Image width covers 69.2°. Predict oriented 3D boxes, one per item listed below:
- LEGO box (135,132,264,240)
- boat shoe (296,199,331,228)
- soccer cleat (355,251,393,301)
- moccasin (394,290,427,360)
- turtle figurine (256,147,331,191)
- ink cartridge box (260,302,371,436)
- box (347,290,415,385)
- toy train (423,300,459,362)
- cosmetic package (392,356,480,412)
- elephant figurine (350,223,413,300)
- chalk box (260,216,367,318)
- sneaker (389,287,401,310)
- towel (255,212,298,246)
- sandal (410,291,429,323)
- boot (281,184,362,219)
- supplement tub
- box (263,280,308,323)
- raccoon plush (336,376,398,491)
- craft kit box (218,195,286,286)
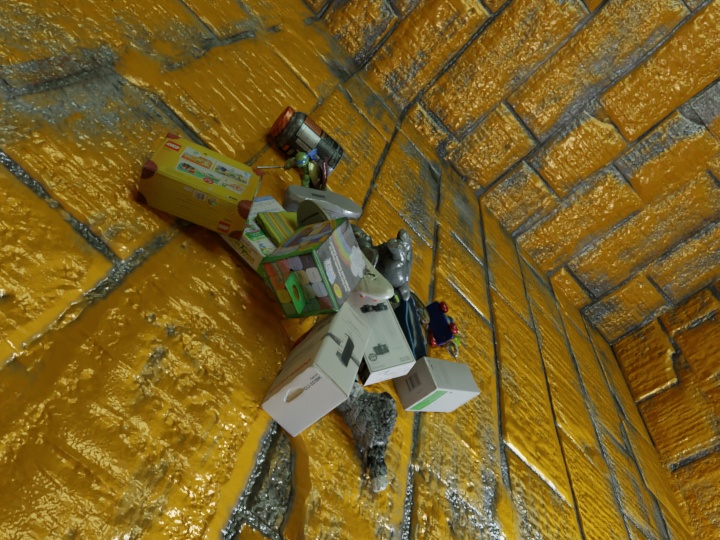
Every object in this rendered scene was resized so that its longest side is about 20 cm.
[{"bbox_3d":[-0.296,-0.160,0.985,0.197,0.078,0.150,21,34,-13],"label":"LEGO box"},{"bbox_3d":[-0.065,-0.059,1.105,0.202,0.074,0.068,58,16,0],"label":"boat shoe"},{"bbox_3d":[0.000,0.000,1.165,0.068,0.079,0.199,-16,35,-35],"label":"soccer cleat"},{"bbox_3d":[0.124,0.143,1.346,0.067,0.080,0.204,16,55,-34],"label":"moccasin"},{"bbox_3d":[-0.158,-0.212,1.344,0.144,0.200,0.194,41,-5,38],"label":"turtle figurine"},{"bbox_3d":[-0.072,0.166,0.911,0.084,0.144,0.201,45,27,-9],"label":"ink cartridge box"},{"bbox_3d":[0.027,0.138,1.149,0.114,0.061,0.203,-10,59,-25],"label":"box"},{"bbox_3d":[0.250,0.195,1.478,0.115,0.084,0.203,38,26,-53],"label":"toy train"},{"bbox_3d":[0.181,0.270,1.227,0.198,0.107,0.086,18,40,-46],"label":"cosmetic package"},{"bbox_3d":[0.026,-0.032,1.282,0.157,0.196,0.143,-74,157,-44],"label":"elephant figurine"},{"bbox_3d":[-0.090,0.005,0.967,0.200,0.122,0.126,-50,124,-54],"label":"chalk box"},{"bbox_3d":[0.057,0.078,1.298,0.071,0.082,0.200,55,26,-13],"label":"sneaker"},{"bbox_3d":[-0.135,-0.090,1.127,0.087,0.018,0.199,53,29,18],"label":"towel"},{"bbox_3d":[0.113,0.078,1.437,0.200,0.054,0.080,43,18,17],"label":"sandal"},{"bbox_3d":[-0.099,-0.138,1.270,0.196,0.097,0.074,13,34,-21],"label":"boot"},{"bbox_3d":[-0.155,-0.361,1.484,0.199,0.122,0.124,38,28,-23],"label":"supplement tub"},{"bbox_3d":[-0.123,0.018,1.142,0.119,0.041,0.200,47,24,-6],"label":"box"},{"bbox_3d":[-0.005,0.279,0.944,0.132,0.097,0.202,23,36,-30],"label":"raccoon plush"},{"bbox_3d":[-0.188,-0.071,1.093,0.197,0.049,0.199,41,27,13],"label":"craft kit box"}]
